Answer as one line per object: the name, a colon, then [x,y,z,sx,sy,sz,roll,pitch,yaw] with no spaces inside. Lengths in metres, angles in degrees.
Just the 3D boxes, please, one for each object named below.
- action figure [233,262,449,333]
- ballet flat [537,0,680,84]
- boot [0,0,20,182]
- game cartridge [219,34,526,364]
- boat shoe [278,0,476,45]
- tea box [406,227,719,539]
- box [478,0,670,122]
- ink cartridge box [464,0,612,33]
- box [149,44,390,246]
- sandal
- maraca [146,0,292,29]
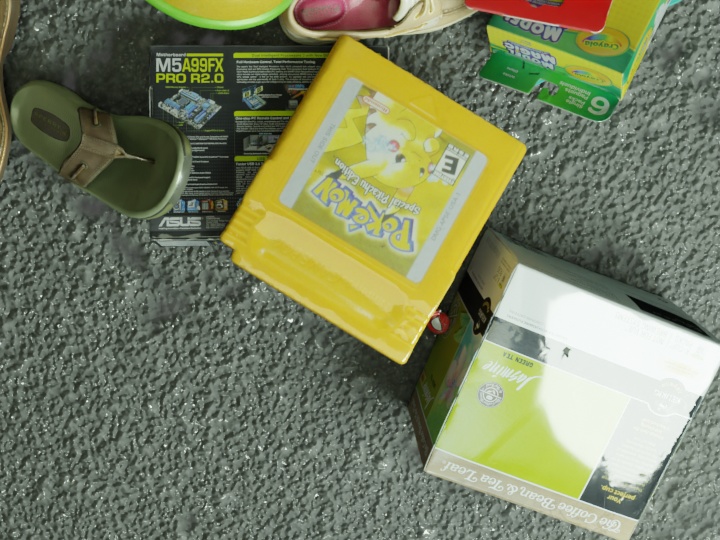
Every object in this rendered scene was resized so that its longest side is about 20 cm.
action figure: [0.000,0.000,0.812,0.199,0.099,0.066,26,58,-13]
ballet flat: [0.204,-0.225,0.787,0.199,0.072,0.072,-29,106,2]
boot: [-0.325,-0.142,0.752,0.073,0.075,0.202,12,104,9]
game cartridge: [0.009,-0.056,0.742,0.175,0.032,0.201,30,83,-1]
boat shoe: [0.030,-0.223,0.763,0.198,0.069,0.074,-16,106,1]
tea box: [0.172,0.098,0.832,0.198,0.134,0.198,22,102,-9]
box: [0.180,-0.221,0.730,0.117,0.048,0.201,24,82,19]
ink cartridge box: [0.154,-0.288,0.697,0.115,0.067,0.202,16,78,19]
box: [-0.073,-0.102,0.777,0.198,0.044,0.162,-1,85,-4]
sandal: [-0.216,-0.096,0.742,0.200,0.057,0.080,22,100,25]
maraca: [-0.134,-0.258,0.705,0.198,0.107,0.138,16,78,-17]
